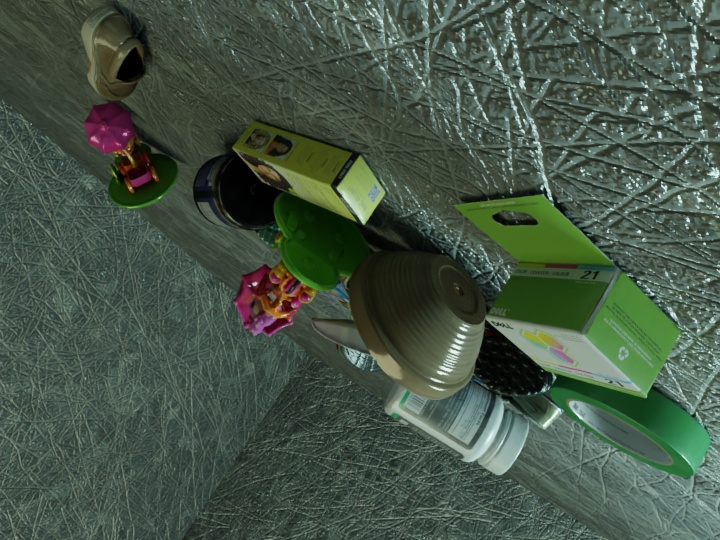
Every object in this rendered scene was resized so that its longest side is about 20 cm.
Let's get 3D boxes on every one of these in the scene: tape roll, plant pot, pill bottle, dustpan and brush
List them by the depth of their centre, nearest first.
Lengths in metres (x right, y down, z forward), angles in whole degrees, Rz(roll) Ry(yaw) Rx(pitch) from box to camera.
[{"bbox_3d":[0.088,0.047,0.834,0.200,0.202,0.093,39,126,-17],"label":"plant pot"},{"bbox_3d":[0.346,0.191,0.885,0.199,0.048,0.201,34,168,8],"label":"tape roll"},{"bbox_3d":[0.041,0.106,0.928,0.198,0.058,0.139,5,178,38],"label":"dustpan and brush"},{"bbox_3d":[-0.187,-0.119,1.013,0.112,0.112,0.199,40,167,-25],"label":"pill bottle"},{"bbox_3d":[0.145,0.215,1.027,0.199,0.114,0.113,32,168,2],"label":"pill bottle"}]

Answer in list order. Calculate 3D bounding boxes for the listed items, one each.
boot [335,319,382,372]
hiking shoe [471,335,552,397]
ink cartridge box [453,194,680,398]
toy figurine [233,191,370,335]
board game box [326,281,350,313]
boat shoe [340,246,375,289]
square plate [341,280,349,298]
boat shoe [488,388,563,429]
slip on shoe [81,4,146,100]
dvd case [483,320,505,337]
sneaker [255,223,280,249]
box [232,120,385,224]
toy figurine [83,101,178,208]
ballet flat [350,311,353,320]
[{"bbox_3d":[-0.005,0.141,1.323,0.202,0.074,0.153,19,-178,-44],"label":"boot"},{"bbox_3d":[0.187,0.126,0.940,0.086,0.075,0.199,15,179,-42],"label":"hiking shoe"},{"bbox_3d":[0.175,0.022,0.643,0.199,0.076,0.147,38,168,-20],"label":"ink cartridge box"},{"bbox_3d":[-0.100,0.022,0.908,0.149,0.184,0.201,34,-151,-12],"label":"toy figurine"},{"bbox_3d":[-0.011,0.048,1.328,0.151,0.045,0.200,20,160,51],"label":"board game box"},{"bbox_3d":[0.000,0.000,0.980,0.074,0.066,0.200,42,-177,-46],"label":"boat shoe"},{"bbox_3d":[0.044,0.063,1.141,0.199,0.028,0.198,40,-170,-23],"label":"square plate"},{"bbox_3d":[0.234,0.177,1.070,0.199,0.062,0.072,29,160,52],"label":"boat shoe"},{"bbox_3d":[-0.313,-0.269,0.893,0.060,0.076,0.200,42,160,-2],"label":"slip on shoe"},{"bbox_3d":[0.158,0.088,1.001,0.198,0.022,0.146,19,163,20],"label":"dvd case"},{"bbox_3d":[-0.101,-0.059,1.122,0.087,0.075,0.200,14,-161,-49],"label":"sneaker"},{"bbox_3d":[-0.066,-0.122,0.821,0.199,0.050,0.075,25,164,40],"label":"box"},{"bbox_3d":[-0.468,-0.255,1.330,0.201,0.149,0.185,56,169,38],"label":"toy figurine"},{"bbox_3d":[0.069,0.118,1.222,0.200,0.063,0.069,44,128,-3],"label":"ballet flat"}]
